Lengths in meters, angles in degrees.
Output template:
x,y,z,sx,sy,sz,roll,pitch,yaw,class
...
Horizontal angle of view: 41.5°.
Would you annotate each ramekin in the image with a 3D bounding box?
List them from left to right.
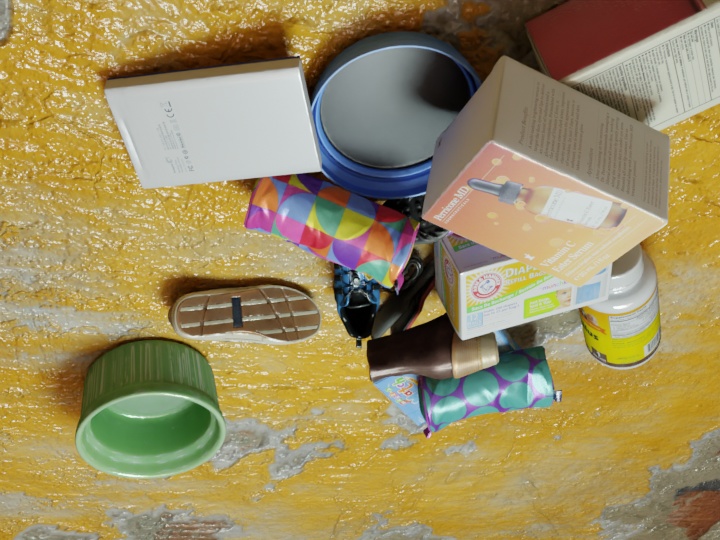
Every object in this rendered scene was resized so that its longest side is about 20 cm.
x,y,z,sx,sy,sz,roll,pitch,yaw,class
-0.282,0.185,1.279,0.195,0.099,0.202,-8,139,-7,ramekin

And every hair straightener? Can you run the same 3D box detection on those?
x,y,z,sx,sy,sz,roll,pitch,yaw,class
0.059,0.027,1.240,0.075,0.042,0.201,11,138,-26,hair straightener

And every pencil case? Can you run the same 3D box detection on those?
x,y,z,sx,sy,sz,roll,pitch,yaw,class
-0.030,-0.047,1.055,0.197,0.089,0.089,25,132,-2,pencil case
0.179,0.171,1.346,0.195,0.085,0.094,-11,109,-4,pencil case

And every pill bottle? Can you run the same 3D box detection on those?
x,y,z,sx,sy,sz,roll,pitch,yaw,class
0.348,0.039,1.284,0.107,0.111,0.201,-18,138,6,pill bottle

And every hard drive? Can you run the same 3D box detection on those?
x,y,z,sx,sy,sz,roll,pitch,yaw,class
-0.146,-0.148,0.974,0.195,0.026,0.133,-5,136,6,hard drive

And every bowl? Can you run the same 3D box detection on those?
x,y,z,sx,sy,sz,roll,pitch,yaw,class
0.039,-0.164,1.015,0.196,0.040,0.203,-4,137,-3,bowl

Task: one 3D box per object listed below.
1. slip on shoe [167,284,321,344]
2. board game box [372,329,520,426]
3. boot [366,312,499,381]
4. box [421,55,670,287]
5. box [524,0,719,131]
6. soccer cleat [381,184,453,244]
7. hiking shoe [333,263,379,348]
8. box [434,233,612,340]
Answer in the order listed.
x,y,z,sx,sy,sz,roll,pitch,yaw,class
-0.148,0.059,1.211,0.196,0.078,0.060,-3,179,-25,slip on shoe
0.133,0.145,1.398,0.197,0.037,0.151,-29,137,14,board game box
0.088,0.078,1.219,0.162,0.201,0.074,-7,110,5,boot
0.184,-0.092,0.952,0.196,0.108,0.152,21,148,-13,box
0.287,-0.223,0.978,0.197,0.110,0.128,-24,138,11,box
0.115,-0.077,1.107,0.196,0.070,0.073,-19,173,18,soccer cleat
0.000,0.000,1.161,0.073,0.088,0.202,-10,139,-3,hiking shoe
0.194,-0.012,1.147,0.196,0.102,0.114,-15,132,-8,box
